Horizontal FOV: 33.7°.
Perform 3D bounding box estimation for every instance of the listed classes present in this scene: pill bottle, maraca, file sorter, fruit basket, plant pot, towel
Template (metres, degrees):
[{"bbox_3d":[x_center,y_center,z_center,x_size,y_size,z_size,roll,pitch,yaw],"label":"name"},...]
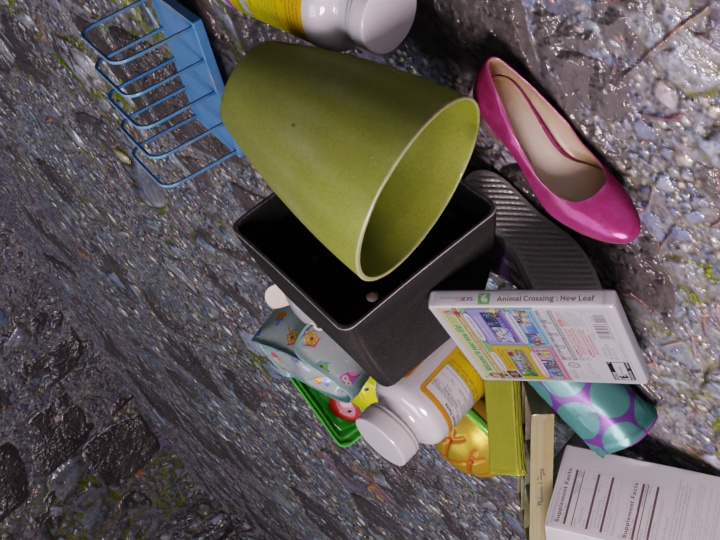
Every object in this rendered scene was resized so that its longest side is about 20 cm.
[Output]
[{"bbox_3d":[-0.044,-0.270,1.121,0.200,0.104,0.104,31,155,35],"label":"pill bottle"},{"bbox_3d":[0.089,0.147,1.501,0.111,0.200,0.111,38,158,19],"label":"pill bottle"},{"bbox_3d":[0.139,0.206,1.647,0.200,0.107,0.137,47,161,-2],"label":"maraca"},{"bbox_3d":[-0.250,-0.227,1.503,0.139,0.122,0.201,42,157,46],"label":"file sorter"},{"bbox_3d":[-0.013,0.170,1.839,0.216,0.155,0.216,53,175,7],"label":"fruit basket"},{"bbox_3d":[-0.025,-0.122,1.087,0.200,0.187,0.187,33,156,18],"label":"plant pot"},{"bbox_3d":[0.172,0.144,1.428,0.086,0.018,0.201,160,108,-72],"label":"towel"},{"bbox_3d":[0.018,-0.001,1.245,0.200,0.199,0.178,41,161,36],"label":"plant pot"}]

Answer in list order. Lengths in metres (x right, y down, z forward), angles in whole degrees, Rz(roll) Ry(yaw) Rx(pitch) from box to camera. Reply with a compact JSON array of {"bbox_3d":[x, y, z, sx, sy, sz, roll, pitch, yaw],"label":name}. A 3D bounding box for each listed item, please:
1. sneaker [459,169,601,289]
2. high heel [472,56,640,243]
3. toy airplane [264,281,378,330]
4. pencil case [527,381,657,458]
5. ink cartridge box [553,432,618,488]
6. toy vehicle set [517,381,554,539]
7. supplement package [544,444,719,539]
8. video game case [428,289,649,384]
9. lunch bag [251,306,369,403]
[{"bbox_3d":[0.171,-0.008,1.249,0.201,0.072,0.114,53,159,13],"label":"sneaker"},{"bbox_3d":[0.177,-0.108,1.060,0.200,0.067,0.096,52,173,20],"label":"high heel"},{"bbox_3d":[0.000,0.000,1.421,0.198,0.142,0.200,9,142,-14],"label":"toy airplane"},{"bbox_3d":[0.236,0.115,1.330,0.200,0.085,0.092,47,-157,-2],"label":"pencil case"},{"bbox_3d":[0.322,0.312,1.528,0.200,0.084,0.145,41,158,15],"label":"ink cartridge box"},{"bbox_3d":[0.209,0.224,1.429,0.124,0.026,0.201,-90,-3,-65],"label":"toy vehicle set"},{"bbox_3d":[0.322,0.292,1.363,0.199,0.110,0.114,9,145,21],"label":"supplement package"},{"bbox_3d":[0.183,0.068,1.193,0.181,0.022,0.200,-1,154,23],"label":"video game case"},{"bbox_3d":[-0.028,0.083,1.645,0.200,0.171,0.122,16,152,52],"label":"lunch bag"}]
